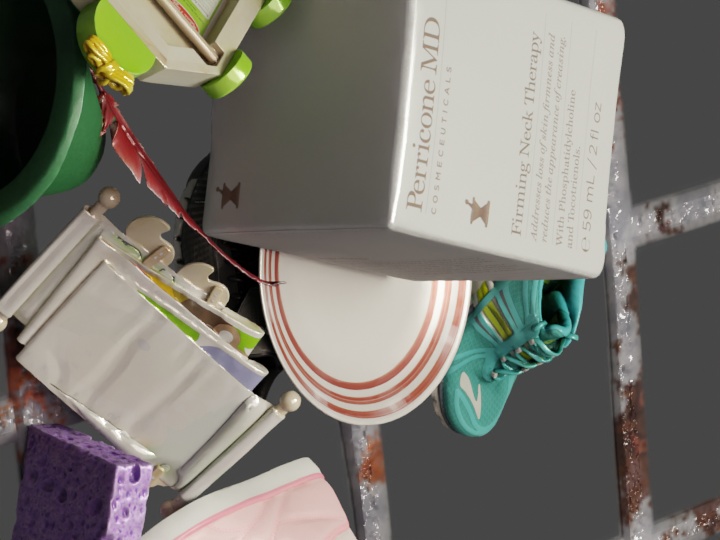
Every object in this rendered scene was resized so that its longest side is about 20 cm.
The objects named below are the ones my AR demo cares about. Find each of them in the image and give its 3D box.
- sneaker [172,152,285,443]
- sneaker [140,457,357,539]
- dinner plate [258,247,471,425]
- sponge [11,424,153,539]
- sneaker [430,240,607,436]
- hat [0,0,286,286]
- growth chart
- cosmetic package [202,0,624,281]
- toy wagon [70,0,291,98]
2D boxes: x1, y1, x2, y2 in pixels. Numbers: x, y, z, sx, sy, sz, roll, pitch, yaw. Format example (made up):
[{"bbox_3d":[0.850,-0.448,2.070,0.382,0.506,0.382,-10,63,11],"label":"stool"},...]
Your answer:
[{"bbox_3d":[-0.078,0.024,1.710,0.066,0.090,0.202,1,98,-38],"label":"sneaker"},{"bbox_3d":[-0.075,0.198,1.720,0.200,0.075,0.105,-20,70,-45],"label":"sneaker"},{"bbox_3d":[0.000,0.000,1.733,0.199,0.024,0.202,2,87,-47],"label":"dinner plate"},{"bbox_3d":[-0.183,0.205,1.653,0.030,0.111,0.202,4,97,-39],"label":"sponge"},{"bbox_3d":[0.108,0.038,1.838,0.077,0.080,0.201,-7,130,-43],"label":"sneaker"},{"bbox_3d":[-0.166,-0.088,1.590,0.175,0.165,0.202,10,74,-51],"label":"hat"},{"bbox_3d":[-0.132,0.052,1.651,0.144,0.018,0.200,-37,110,18],"label":"growth chart"},{"bbox_3d":[0.033,-0.088,1.635,0.199,0.166,0.169,11,82,-45],"label":"cosmetic package"},{"bbox_3d":[-0.119,-0.169,1.512,0.155,0.039,0.201,49,43,-23],"label":"toy wagon"}]
